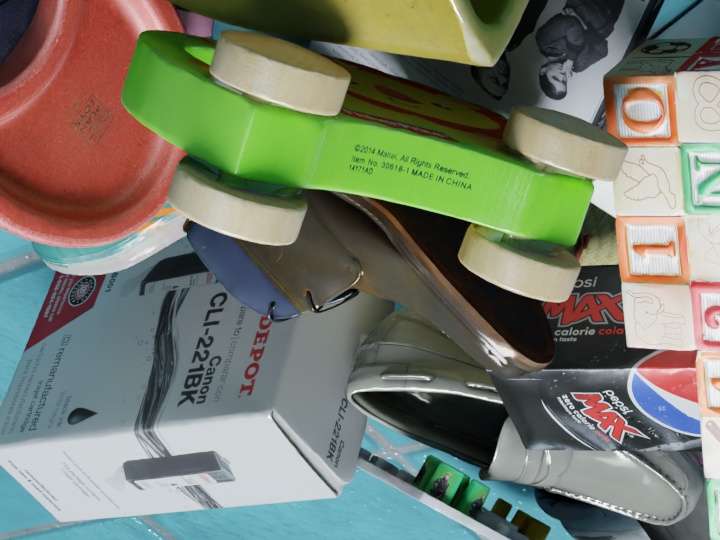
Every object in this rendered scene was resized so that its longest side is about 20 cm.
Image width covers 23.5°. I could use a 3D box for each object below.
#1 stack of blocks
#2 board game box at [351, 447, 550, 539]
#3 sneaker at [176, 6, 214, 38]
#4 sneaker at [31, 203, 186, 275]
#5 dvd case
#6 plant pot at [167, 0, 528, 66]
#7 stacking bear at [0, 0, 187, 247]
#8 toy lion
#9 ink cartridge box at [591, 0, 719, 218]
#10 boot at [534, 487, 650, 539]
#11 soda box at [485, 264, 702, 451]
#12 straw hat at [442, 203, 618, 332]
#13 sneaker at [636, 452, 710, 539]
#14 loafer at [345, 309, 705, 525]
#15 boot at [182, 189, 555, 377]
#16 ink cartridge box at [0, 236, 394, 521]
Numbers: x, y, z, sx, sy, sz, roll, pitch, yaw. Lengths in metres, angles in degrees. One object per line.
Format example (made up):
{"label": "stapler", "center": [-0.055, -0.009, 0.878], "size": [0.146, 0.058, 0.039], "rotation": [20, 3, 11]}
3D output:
{"label": "stack of blocks", "center": [0.168, 0.009, 0.694], "size": [0.115, 0.059, 0.201], "rotation": [1, 111, 27]}
{"label": "board game box", "center": [0.072, 0.140, 1.007], "size": [0.200, 0.026, 0.200], "rotation": [31, 174, -26]}
{"label": "sneaker", "center": [-0.081, -0.127, 0.791], "size": [0.070, 0.082, 0.200], "rotation": [38, 150, 31]}
{"label": "sneaker", "center": [-0.110, -0.059, 0.919], "size": [0.200, 0.071, 0.080], "rotation": [-18, 128, 30]}
{"label": "dvd case", "center": [0.048, -0.108, 0.770], "size": [0.150, 0.025, 0.200], "rotation": [41, 147, 15]}
{"label": "plant pot", "center": [-0.038, -0.205, 0.605], "size": [0.200, 0.195, 0.196], "rotation": [4, 143, 34]}
{"label": "stacking bear", "center": [-0.176, -0.086, 0.764], "size": [0.200, 0.122, 0.114], "rotation": [20, 161, 39]}
{"label": "toy lion", "center": [-0.005, -0.058, 0.685], "size": [0.200, 0.069, 0.192], "rotation": [11, -165, -33]}
{"label": "ink cartridge box", "center": [0.224, -0.046, 0.789], "size": [0.200, 0.083, 0.146], "rotation": [31, 142, -18]}
{"label": "boot", "center": [0.199, 0.137, 1.044], "size": [0.200, 0.074, 0.096], "rotation": [-20, 137, 40]}
{"label": "soda box", "center": [0.164, 0.040, 0.795], "size": [0.200, 0.071, 0.063], "rotation": [-3, 136, 28]}
{"label": "straw hat", "center": [0.068, -0.007, 0.897], "size": [0.200, 0.085, 0.201], "rotation": [10, 143, 8]}
{"label": "sneaker", "center": [0.230, 0.092, 0.960], "size": [0.200, 0.086, 0.080], "rotation": [-27, 92, 40]}
{"label": "loafer", "center": [0.086, 0.090, 0.932], "size": [0.200, 0.070, 0.070], "rotation": [23, 134, 11]}
{"label": "boot", "center": [0.000, 0.000, 0.818], "size": [0.200, 0.075, 0.097], "rotation": [46, 117, 21]}
{"label": "ink cartridge box", "center": [-0.095, 0.057, 0.994], "size": [0.200, 0.145, 0.084], "rotation": [-9, 137, 29]}
